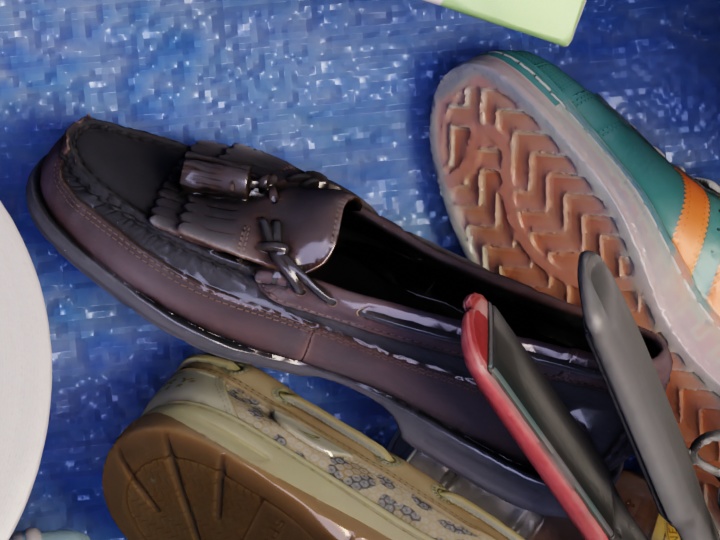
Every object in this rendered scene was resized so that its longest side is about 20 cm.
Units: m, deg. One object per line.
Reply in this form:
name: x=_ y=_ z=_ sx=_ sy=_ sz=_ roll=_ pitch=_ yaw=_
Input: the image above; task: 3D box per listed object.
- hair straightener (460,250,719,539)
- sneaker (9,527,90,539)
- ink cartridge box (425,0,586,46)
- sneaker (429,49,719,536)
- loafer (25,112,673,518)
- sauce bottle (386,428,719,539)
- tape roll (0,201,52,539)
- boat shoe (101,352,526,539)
hair straightener: x=0.106 y=0.074 z=0.761 sx=0.077 sy=0.041 sz=0.200 roll=-24 pitch=115 yaw=18
sneaker: x=-0.022 y=0.141 z=0.825 sx=0.131 sy=0.080 sz=0.200 roll=-28 pitch=114 yaw=-1
ink cartridge box: x=-0.034 y=-0.131 z=0.748 sx=0.200 sy=0.117 sz=0.067 roll=17 pitch=99 yaw=-13
sneaker: x=0.103 y=0.006 z=0.829 sx=0.200 sy=0.071 sz=0.080 roll=51 pitch=49 yaw=-1
loafer: x=0.000 y=0.000 z=0.789 sx=0.200 sy=0.072 sz=0.063 roll=29 pitch=126 yaw=-4
sauce bottle: x=0.097 y=0.107 z=0.841 sx=0.200 sy=0.065 sz=0.065 roll=32 pitch=94 yaw=-9
tape roll: x=-0.188 y=0.031 z=0.751 sx=0.203 sy=0.037 sz=0.203 roll=4 pitch=72 yaw=-14
boat shoe: x=0.020 y=0.092 z=0.793 sx=0.200 sy=0.063 sz=0.073 roll=35 pitch=127 yaw=-2
